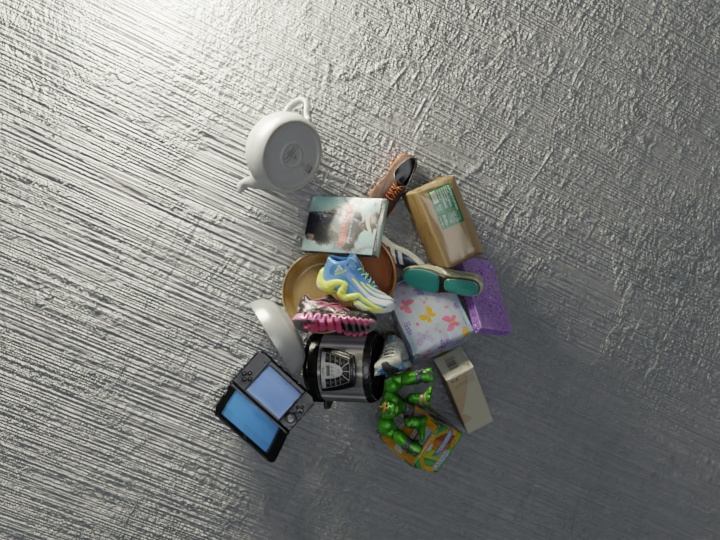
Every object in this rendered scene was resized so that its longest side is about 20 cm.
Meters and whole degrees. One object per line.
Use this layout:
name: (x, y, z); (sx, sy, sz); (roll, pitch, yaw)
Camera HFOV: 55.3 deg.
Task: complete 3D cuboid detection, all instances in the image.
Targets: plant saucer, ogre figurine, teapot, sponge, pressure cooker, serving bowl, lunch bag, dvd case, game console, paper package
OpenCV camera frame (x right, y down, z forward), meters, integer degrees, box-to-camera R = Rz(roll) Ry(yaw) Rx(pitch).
plant saucer: (-0.091, 0.054, 1.662); (0.197, 0.035, 0.203); (-1, 77, 2)
ogre figurine: (0.103, 0.326, 1.616); (0.118, 0.098, 0.203); (9, 109, 8)
teapot: (-0.195, -0.290, 1.622); (0.198, 0.146, 0.200); (-21, 122, -30)
sponge: (0.306, 0.063, 1.709); (0.110, 0.030, 0.202); (9, 56, -34)
pressure cooker: (-0.047, 0.233, 1.667); (0.197, 0.177, 0.180); (0, 132, 17)
serving bowl: (-0.187, 0.148, 1.638); (0.065, 0.200, 0.202); (-31, 99, -9)
lunch bag: (0.167, 0.107, 1.719); (0.168, 0.127, 0.202); (-22, 71, -6)
plant saucer: (0.000, 0.000, 1.690); (0.197, 0.037, 0.203); (7, 110, 20)
dvd case: (-0.038, -0.107, 1.650); (0.197, 0.022, 0.148); (6, 74, 21)
game console: (-0.231, 0.332, 1.690); (0.200, 0.118, 0.171); (43, 89, -11)
paper package: (0.198, -0.117, 1.666); (0.102, 0.191, 0.202); (-24, 97, -6)

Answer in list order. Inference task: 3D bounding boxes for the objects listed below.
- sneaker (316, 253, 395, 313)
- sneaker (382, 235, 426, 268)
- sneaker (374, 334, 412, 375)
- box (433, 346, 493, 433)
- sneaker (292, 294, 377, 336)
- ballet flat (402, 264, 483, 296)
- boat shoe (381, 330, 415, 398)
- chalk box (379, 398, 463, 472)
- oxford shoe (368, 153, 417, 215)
sneaker: (-0.004, 0.025, 1.590); (0.198, 0.076, 0.106); (18, 112, 7)
sneaker: (0.075, -0.027, 1.719); (0.199, 0.075, 0.085); (31, 91, 2)
sneaker: (0.071, 0.198, 1.620); (0.074, 0.200, 0.088); (-9, 87, 11)
box: (0.261, 0.303, 1.735); (0.077, 0.095, 0.202); (-26, 121, -3)
sneaker: (-0.056, 0.096, 1.601); (0.197, 0.079, 0.096); (6, 52, -1)
ballet flat: (0.201, 0.022, 1.670); (0.197, 0.062, 0.068); (13, 120, 13)
boat shoe: (0.094, 0.256, 1.753); (0.074, 0.068, 0.202); (-20, 99, -5)
chalk box: (0.164, 0.420, 1.733); (0.126, 0.123, 0.199); (-57, 143, 1)
oxford shoe: (0.074, -0.201, 1.699); (0.071, 0.073, 0.202); (28, 92, -10)
